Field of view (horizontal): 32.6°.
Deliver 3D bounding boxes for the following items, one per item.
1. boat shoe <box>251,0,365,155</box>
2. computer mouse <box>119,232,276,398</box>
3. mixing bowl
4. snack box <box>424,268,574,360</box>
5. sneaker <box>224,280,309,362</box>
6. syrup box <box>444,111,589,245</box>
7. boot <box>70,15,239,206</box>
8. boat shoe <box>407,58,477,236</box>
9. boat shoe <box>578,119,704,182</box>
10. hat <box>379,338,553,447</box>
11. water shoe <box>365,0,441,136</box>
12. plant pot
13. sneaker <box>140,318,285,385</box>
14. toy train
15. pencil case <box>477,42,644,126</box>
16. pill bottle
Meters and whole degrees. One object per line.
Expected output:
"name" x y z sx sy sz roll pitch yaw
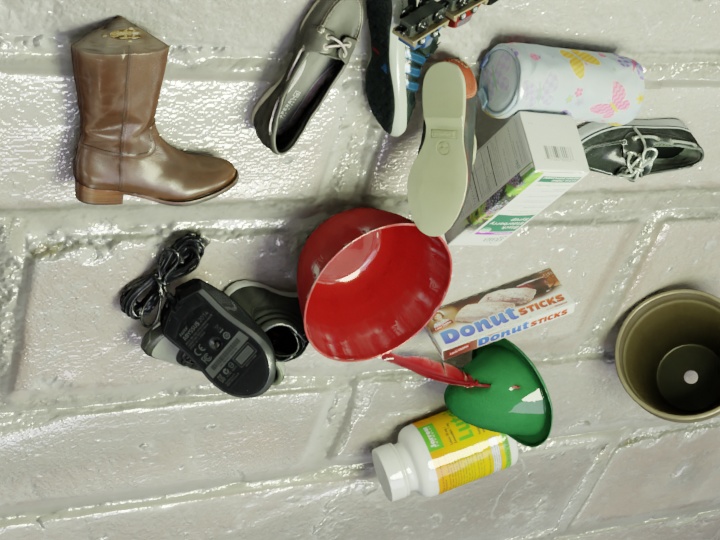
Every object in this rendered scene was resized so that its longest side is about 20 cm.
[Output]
"boat shoe" -0.047 -0.208 1.300 0.067 0.057 0.200 13 124 -38
"computer mouse" -0.171 0.061 1.442 0.138 0.200 0.053 -42 -179 19
"mixing bowl" 0.000 0.000 1.487 0.200 0.108 0.201 -17 132 -20
"snack box" 0.188 0.059 1.688 0.200 0.072 0.024 -19 140 -12
"sneaker" -0.073 0.075 1.536 0.200 0.099 0.071 12 123 -38
"syrup box" 0.174 -0.104 1.456 0.079 0.082 0.200 0 155 -29
"boot" -0.204 -0.163 1.260 0.186 0.064 0.200 -9 130 -25
"boat shoe" 0.097 -0.139 1.396 0.063 0.071 0.201 -31 126 -66
"boat shoe" 0.349 -0.148 1.575 0.199 0.068 0.074 -3 132 -27
"hat" 0.137 0.189 1.704 0.176 0.200 0.166 -21 131 -28
"water shoe" 0.054 -0.230 1.325 0.079 0.072 0.200 -22 141 -19
"plant pot" 0.499 0.147 1.885 0.200 0.200 0.174 -34 155 5
"sneaker" -0.175 0.099 1.519 0.200 0.079 0.074 11 127 -35
"toy train" 0.102 -0.277 1.280 0.200 0.034 0.046 -36 154 -36
"pencil case" 0.235 -0.213 1.436 0.200 0.083 0.091 -2 138 -28
"pill bottle" 0.123 0.270 1.833 0.200 0.111 0.111 -19 138 -12
